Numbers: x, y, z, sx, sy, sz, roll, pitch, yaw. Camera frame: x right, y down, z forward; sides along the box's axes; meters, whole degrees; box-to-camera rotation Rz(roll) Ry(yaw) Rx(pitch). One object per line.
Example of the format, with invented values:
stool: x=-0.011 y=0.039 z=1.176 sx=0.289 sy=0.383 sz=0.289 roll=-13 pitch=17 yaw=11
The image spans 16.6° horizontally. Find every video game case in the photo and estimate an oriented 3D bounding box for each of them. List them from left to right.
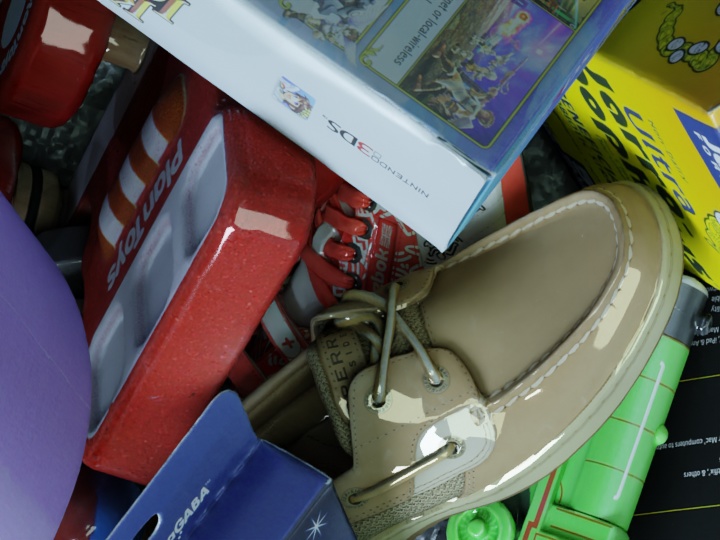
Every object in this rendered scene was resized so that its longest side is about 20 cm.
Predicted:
video game case: x=0.005 y=-0.130 z=0.696 sx=0.181 sy=0.046 sz=0.200 roll=35 pitch=57 yaw=5

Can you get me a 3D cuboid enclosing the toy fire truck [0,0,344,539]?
toy fire truck: x=-0.072 y=-0.001 z=0.751 sx=0.112 sy=0.168 sz=0.200 roll=19 pitch=126 yaw=-20

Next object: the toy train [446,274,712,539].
toy train: x=0.060 y=0.081 z=0.786 sx=0.056 sy=0.042 sz=0.201 roll=17 pitch=81 yaw=22

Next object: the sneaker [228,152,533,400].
sneaker: x=0.000 y=0.001 z=0.823 sx=0.107 sy=0.067 sz=0.202 roll=-15 pitch=128 yaw=-7

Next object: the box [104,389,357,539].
box: x=-0.040 y=0.132 z=0.728 sx=0.121 sy=0.032 sz=0.200 roll=-52 pitch=150 yaw=-19

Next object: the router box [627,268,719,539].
router box: x=0.170 y=0.059 z=0.776 sx=0.051 sy=0.199 sz=0.150 roll=16 pitch=71 yaw=-44

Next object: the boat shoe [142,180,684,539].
boat shoe: x=0.013 y=0.040 z=0.764 sx=0.200 sy=0.071 sz=0.064 roll=-42 pitch=135 yaw=21

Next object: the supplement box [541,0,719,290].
supplement box: x=0.127 y=-0.063 z=0.762 sx=0.109 sy=0.200 sz=0.109 roll=-40 pitch=115 yaw=-5

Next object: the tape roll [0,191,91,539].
tape roll: x=-0.176 y=0.041 z=0.671 sx=0.199 sy=0.200 sz=0.066 roll=-30 pitch=138 yaw=0
